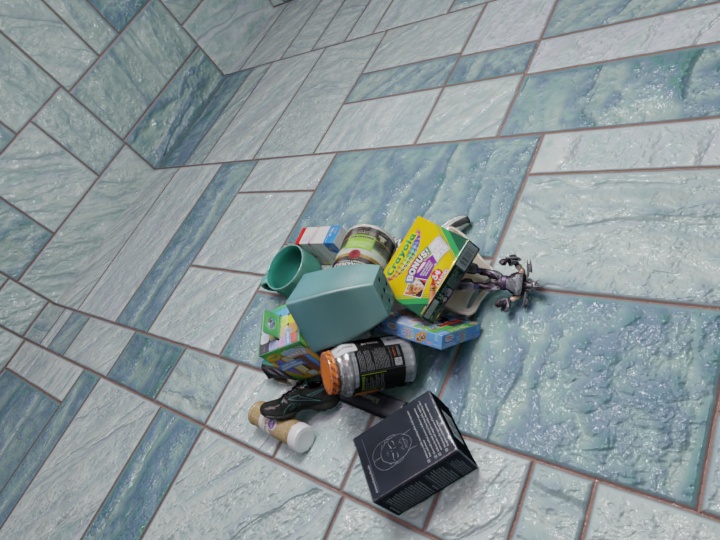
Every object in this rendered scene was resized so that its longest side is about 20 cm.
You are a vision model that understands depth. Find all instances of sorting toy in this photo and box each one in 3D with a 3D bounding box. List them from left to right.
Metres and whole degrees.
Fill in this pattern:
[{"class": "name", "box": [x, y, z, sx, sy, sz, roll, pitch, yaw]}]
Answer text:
[{"class": "sorting toy", "box": [0.234, 0.024, 1.310, 0.200, 0.107, 0.180, -49, 48, -7]}]

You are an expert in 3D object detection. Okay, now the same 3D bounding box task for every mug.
[{"class": "mug", "box": [-0.202, 0.011, 1.640, 0.185, 0.114, 0.152, 13, 74, 47]}]

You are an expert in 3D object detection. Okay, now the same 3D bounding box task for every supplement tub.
[{"class": "supplement tub", "box": [0.016, 0.217, 1.226, 0.200, 0.123, 0.123, -7, 37, -19]}]

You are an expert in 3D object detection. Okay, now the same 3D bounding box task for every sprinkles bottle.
[{"class": "sprinkles bottle", "box": [-0.203, 0.391, 1.360, 0.200, 0.068, 0.068, 11, 64, 44]}]

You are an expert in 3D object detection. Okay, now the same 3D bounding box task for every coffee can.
[{"class": "coffee can", "box": [0.000, 0.000, 1.388, 0.146, 0.146, 0.200, -11, 41, 32]}]

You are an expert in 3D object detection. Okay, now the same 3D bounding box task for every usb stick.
[{"class": "usb stick", "box": [0.029, 0.310, 1.271, 0.200, 0.033, 0.056, 9, 63, 43]}]

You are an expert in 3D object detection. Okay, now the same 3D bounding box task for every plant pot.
[{"class": "plant pot", "box": [-0.033, 0.072, 1.221, 0.200, 0.142, 0.141, -17, 23, 22]}]

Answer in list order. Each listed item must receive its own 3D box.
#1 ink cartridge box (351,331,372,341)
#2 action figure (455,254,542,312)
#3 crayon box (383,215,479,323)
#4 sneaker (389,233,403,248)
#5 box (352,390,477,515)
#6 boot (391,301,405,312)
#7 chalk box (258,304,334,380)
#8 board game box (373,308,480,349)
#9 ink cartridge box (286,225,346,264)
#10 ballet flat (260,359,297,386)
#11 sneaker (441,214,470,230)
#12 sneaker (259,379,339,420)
[{"class": "ink cartridge box", "box": [-0.091, 0.176, 1.440, 0.200, 0.084, 0.145, 24, 73, 46]}, {"class": "action figure", "box": [0.307, 0.026, 1.214, 0.200, 0.069, 0.130, 8, 90, 24]}, {"class": "crayon box", "box": [0.150, -0.005, 1.245, 0.172, 0.058, 0.200, 33, 92, 46]}, {"class": "sneaker", "box": [0.073, -0.064, 1.531, 0.081, 0.075, 0.200, -56, 41, -1]}, {"class": "box", "box": [0.108, 0.372, 1.099, 0.200, 0.107, 0.149, -34, 42, 9]}, {"class": "boot", "box": [0.103, 0.021, 1.400, 0.200, 0.073, 0.090, -60, 37, 9]}, {"class": "chalk box", "box": [-0.159, 0.159, 1.293, 0.124, 0.200, 0.125, -22, 48, 23]}, {"class": "board game box", "box": [0.152, 0.130, 1.250, 0.200, 0.151, 0.037, 10, 104, 44]}, {"class": "ink cartridge box", "box": [-0.115, -0.075, 1.651, 0.200, 0.116, 0.067, 2, 58, 39]}, {"class": "ballet flat", "box": [-0.187, 0.276, 1.452, 0.200, 0.073, 0.073, -3, 55, 38]}, {"class": "sneaker", "box": [0.217, -0.071, 1.434, 0.200, 0.074, 0.080, -37, 79, -6]}, {"class": "sneaker", "box": [-0.155, 0.312, 1.338, 0.200, 0.079, 0.075, -13, 16, 1]}]
